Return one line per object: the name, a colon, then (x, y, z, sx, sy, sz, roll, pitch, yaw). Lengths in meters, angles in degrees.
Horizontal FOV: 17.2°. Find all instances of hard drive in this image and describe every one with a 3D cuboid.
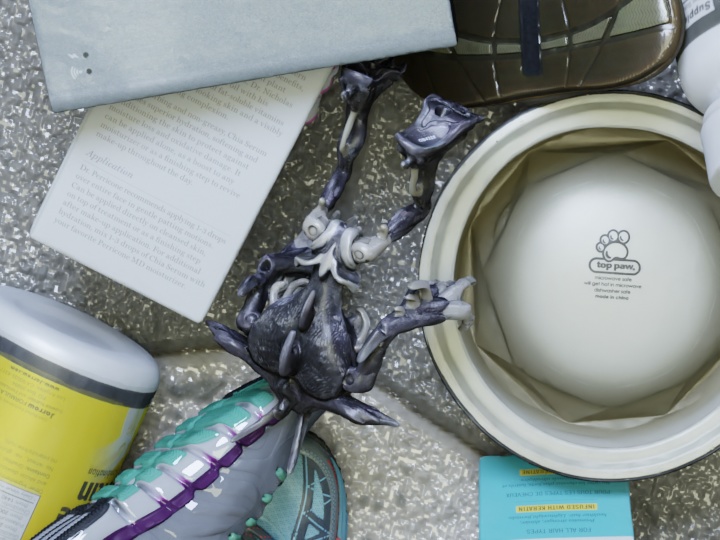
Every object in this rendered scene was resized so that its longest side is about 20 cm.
hard drive: (-0.061, -0.160, 1.125, 0.198, 0.033, 0.141, -9, 104, 5)

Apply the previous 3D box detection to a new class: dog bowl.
dog bowl: (0.130, 0.006, 1.251, 0.198, 0.074, 0.202, 0, 94, 5)

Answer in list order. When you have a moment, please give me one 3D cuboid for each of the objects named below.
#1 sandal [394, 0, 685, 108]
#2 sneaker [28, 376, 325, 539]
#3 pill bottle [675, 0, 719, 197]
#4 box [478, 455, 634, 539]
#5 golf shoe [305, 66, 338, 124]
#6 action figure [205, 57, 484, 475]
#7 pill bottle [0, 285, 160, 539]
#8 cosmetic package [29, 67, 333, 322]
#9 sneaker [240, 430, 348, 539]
sandal: (0.090, -0.125, 1.218, 0.199, 0.054, 0.082, 0, 92, 43)
sneaker: (-0.079, 0.128, 1.229, 0.200, 0.074, 0.088, -35, 100, -20)
pill bottle: (0.209, -0.142, 1.180, 0.113, 0.114, 0.201, -6, 69, 4)
box: (0.100, 0.169, 1.203, 0.082, 0.200, 0.049, -3, 121, 4)
golf shoe: (-0.033, -0.136, 1.259, 0.200, 0.075, 0.092, -43, 99, 14)
action figure: (0.000, 0.000, 1.185, 0.118, 0.102, 0.201, 30, 110, 26)
pill bottle: (-0.193, 0.118, 1.263, 0.111, 0.112, 0.201, 25, 96, 2)
cosmetic package: (-0.077, -0.089, 1.199, 0.101, 0.071, 0.201, 27, 106, -5)
sneaker: (-0.065, 0.181, 1.267, 0.079, 0.096, 0.201, 24, 96, 1)
